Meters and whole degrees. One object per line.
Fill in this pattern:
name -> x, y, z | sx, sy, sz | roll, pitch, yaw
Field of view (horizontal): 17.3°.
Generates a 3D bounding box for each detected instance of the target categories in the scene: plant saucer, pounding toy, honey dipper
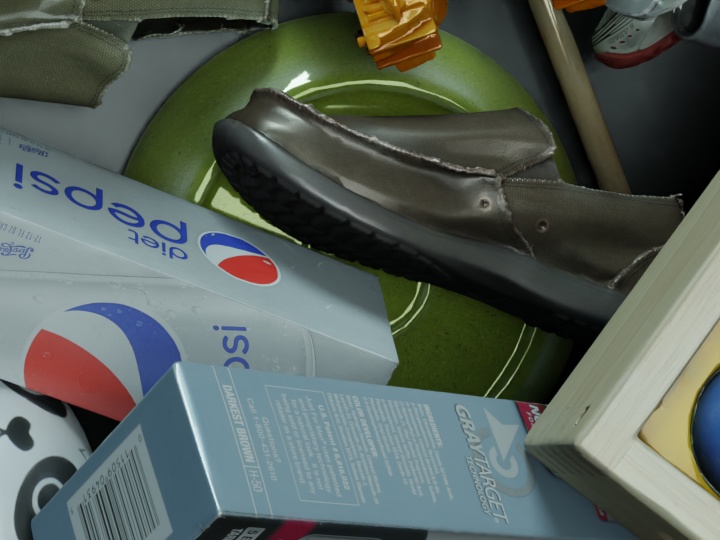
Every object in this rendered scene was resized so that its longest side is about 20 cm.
plant saucer -> 0.000, 0.000, 0.930 | 0.198, 0.031, 0.202 | -2, 97, -13
pounding toy -> 0.194, 0.044, 0.769 | 0.199, 0.142, 0.185 | 37, 84, -1
honey dipper -> 0.076, -0.098, 0.948 | 0.038, 0.038, 0.201 | -24, 103, -13

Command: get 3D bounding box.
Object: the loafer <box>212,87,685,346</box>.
loafer -> 0.038, -0.030, 0.891 | 0.199, 0.073, 0.072 | 22, 80, -20

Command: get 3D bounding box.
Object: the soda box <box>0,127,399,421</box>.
soda box -> -0.089, 0.009, 0.848 | 0.199, 0.068, 0.064 | 21, 114, -17

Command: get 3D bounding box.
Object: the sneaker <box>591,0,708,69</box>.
sneaker -> 0.124, -0.177, 0.942 | 0.082, 0.078, 0.202 | 17, 82, -9

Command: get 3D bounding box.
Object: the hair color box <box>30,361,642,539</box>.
hair color box -> -0.002, 0.092, 0.822 | 0.199, 0.099, 0.061 | 8, 49, -39

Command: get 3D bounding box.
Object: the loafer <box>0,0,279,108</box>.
loafer -> -0.114, -0.092, 0.873 | 0.199, 0.075, 0.070 | -20, 95, -14

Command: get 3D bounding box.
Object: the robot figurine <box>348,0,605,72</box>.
robot figurine -> 0.022, -0.183, 0.882 | 0.144, 0.058, 0.202 | -17, 77, 6

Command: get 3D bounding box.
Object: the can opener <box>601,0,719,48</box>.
can opener -> 0.137, -0.186, 0.889 | 0.066, 0.053, 0.202 | 17, 84, -33

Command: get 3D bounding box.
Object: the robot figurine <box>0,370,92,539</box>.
robot figurine -> -0.190, 0.095, 0.839 | 0.198, 0.125, 0.152 | -7, 102, -15
